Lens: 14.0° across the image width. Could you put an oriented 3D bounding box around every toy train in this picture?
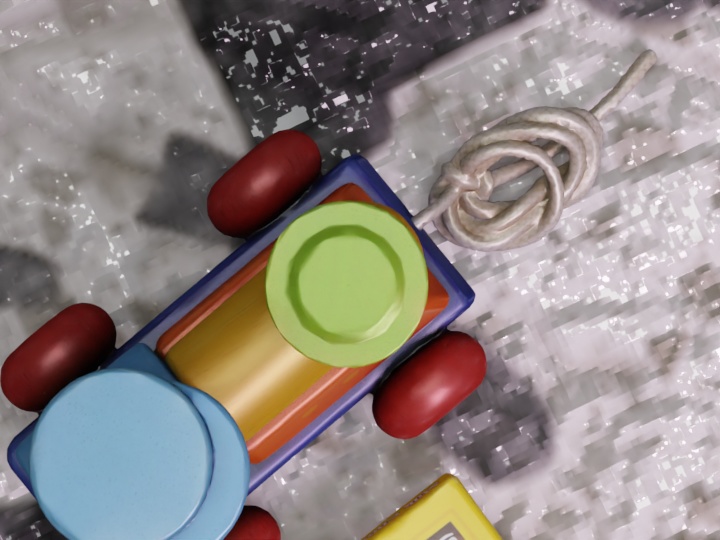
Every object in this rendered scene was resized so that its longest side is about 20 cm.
[{"bbox_3d":[0.000,0.000,0.716,0.200,0.116,0.085,-40,89,-3],"label":"toy train"}]

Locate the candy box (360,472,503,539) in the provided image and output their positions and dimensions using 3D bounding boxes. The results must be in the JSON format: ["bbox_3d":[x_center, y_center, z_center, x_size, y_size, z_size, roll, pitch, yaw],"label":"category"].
[{"bbox_3d":[0.043,0.163,0.755,0.102,0.026,0.200,-37,89,0],"label":"candy box"}]
